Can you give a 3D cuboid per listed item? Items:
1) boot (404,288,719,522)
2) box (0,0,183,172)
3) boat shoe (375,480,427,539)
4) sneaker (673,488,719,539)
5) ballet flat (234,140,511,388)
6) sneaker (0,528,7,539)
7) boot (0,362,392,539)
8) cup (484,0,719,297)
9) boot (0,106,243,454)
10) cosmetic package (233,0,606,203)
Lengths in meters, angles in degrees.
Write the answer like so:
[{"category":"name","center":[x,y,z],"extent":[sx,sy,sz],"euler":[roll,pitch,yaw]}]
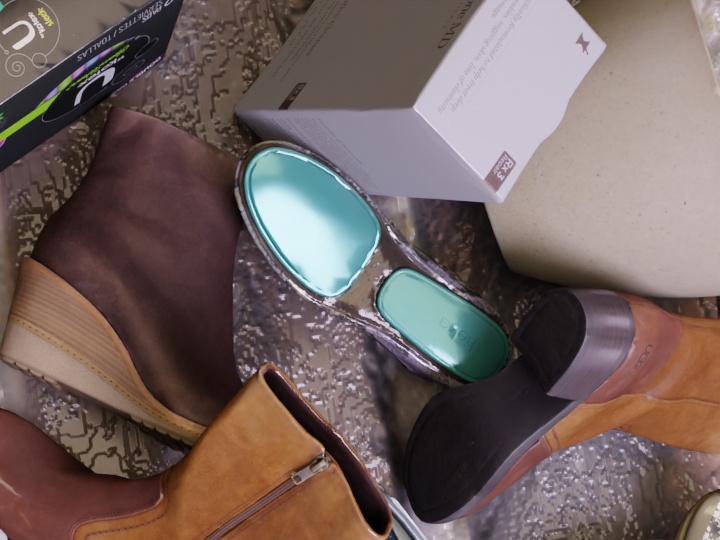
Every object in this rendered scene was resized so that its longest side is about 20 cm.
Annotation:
[{"category":"boot","center":[0.142,0.084,0.960],"extent":[0.199,0.189,0.069],"euler":[9,36,-39]},{"category":"box","center":[-0.213,-0.132,0.903],"extent":[0.200,0.149,0.125],"euler":[-38,90,-16]},{"category":"boat shoe","center":[0.030,0.208,0.933],"extent":[0.072,0.062,0.201],"euler":[-25,85,-16]},{"category":"sneaker","center":[0.220,0.220,0.907],"extent":[0.076,0.089,0.202],"euler":[0,79,-12]},{"category":"ballet flat","center":[0.000,0.000,0.961],"extent":[0.200,0.072,0.072],"euler":[40,73,-15]},{"category":"sneaker","center":[-0.201,0.190,0.858],"extent":[0.199,0.080,0.078],"euler":[34,116,9]},{"category":"boot","center":[-0.106,0.108,0.851],"extent":[0.189,0.200,0.068],"euler":[51,39,1]},{"category":"cup","center":[0.143,-0.068,0.964],"extent":[0.142,0.200,0.202],"euler":[-16,82,12]},{"category":"boot","center":[-0.091,0.014,0.940],"extent":[0.199,0.072,0.167],"euler":[26,77,-2]},{"category":"cosmetic package","center":[0.028,-0.106,0.920],"extent":[0.081,0.199,0.113],"euler":[42,71,-26]}]
